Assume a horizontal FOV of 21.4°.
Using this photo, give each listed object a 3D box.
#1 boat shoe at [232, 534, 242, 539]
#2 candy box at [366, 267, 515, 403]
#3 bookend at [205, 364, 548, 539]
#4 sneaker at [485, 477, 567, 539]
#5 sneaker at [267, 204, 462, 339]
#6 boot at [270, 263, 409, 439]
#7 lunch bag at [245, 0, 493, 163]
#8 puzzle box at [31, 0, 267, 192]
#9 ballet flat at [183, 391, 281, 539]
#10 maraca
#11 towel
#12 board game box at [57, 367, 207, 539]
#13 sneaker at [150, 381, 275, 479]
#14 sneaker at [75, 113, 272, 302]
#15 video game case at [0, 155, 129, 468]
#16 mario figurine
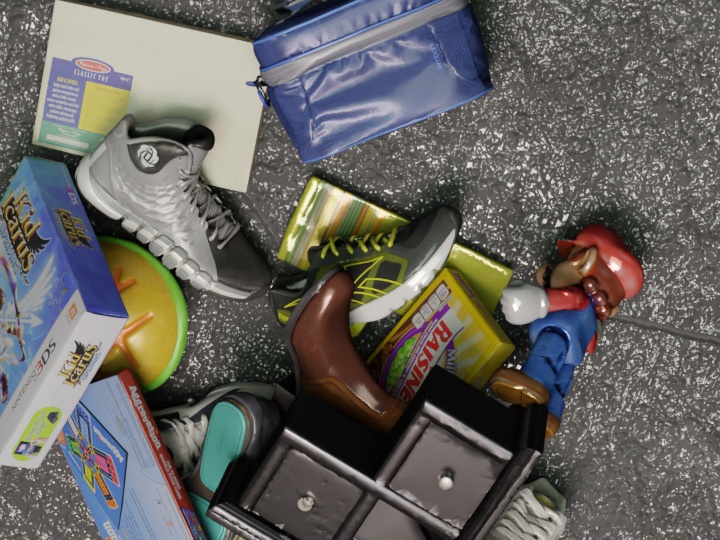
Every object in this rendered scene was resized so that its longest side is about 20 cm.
[{"bbox_3d":[-0.060,0.211,1.646,0.073,0.063,0.201,43,131,0],"label":"boat shoe"},{"bbox_3d":[0.044,0.103,1.675,0.200,0.026,0.102,-51,52,19],"label":"candy box"},{"bbox_3d":[0.015,0.154,1.527,0.198,0.092,0.200,32,111,-4],"label":"bookend"},{"bbox_3d":[0.131,0.229,1.647,0.076,0.200,0.081,40,102,5],"label":"sneaker"},{"bbox_3d":[0.000,0.000,1.650,0.200,0.075,0.085,-38,101,20],"label":"sneaker"},{"bbox_3d":[0.024,0.110,1.594,0.200,0.068,0.189,30,122,20],"label":"boot"},{"bbox_3d":[0.000,-0.182,1.589,0.199,0.136,0.133,-21,100,3],"label":"lunch bag"},{"bbox_3d":[-0.182,-0.155,1.675,0.199,0.025,0.134,13,105,2],"label":"puzzle box"},{"bbox_3d":[-0.118,0.191,1.655,0.073,0.073,0.201,23,112,0],"label":"ballet flat"},{"bbox_3d":[-0.236,0.032,1.688,0.199,0.107,0.138,23,101,26],"label":"maraca"},{"bbox_3d":[0.030,-0.008,1.695,0.199,0.018,0.086,25,110,-2],"label":"towel"},{"bbox_3d":[-0.195,0.188,1.628,0.103,0.019,0.201,-19,97,36],"label":"board game box"},{"bbox_3d":[-0.157,0.158,1.693,0.198,0.130,0.080,-3,105,7],"label":"sneaker"},{"bbox_3d":[-0.140,-0.062,1.643,0.200,0.075,0.116,34,122,-12],"label":"sneaker"},{"bbox_3d":[-0.282,0.034,1.631,0.045,0.200,0.182,11,126,-37],"label":"video game case"},{"bbox_3d":[0.163,0.042,1.626,0.106,0.124,0.200,32,60,0],"label":"mario figurine"}]
